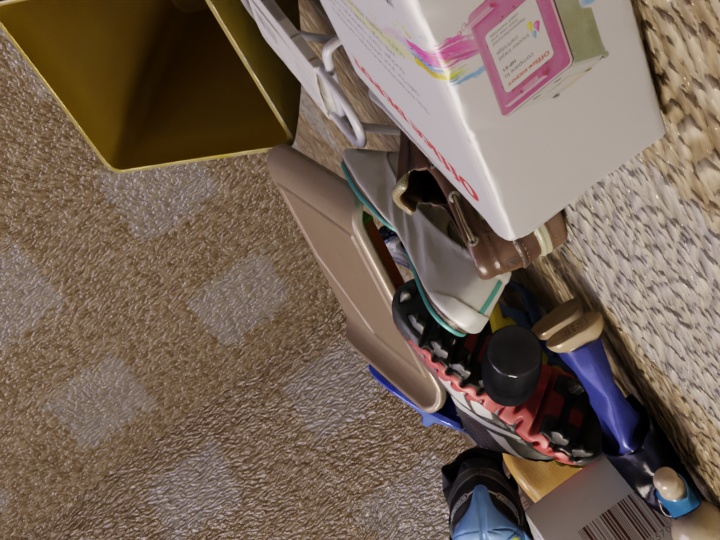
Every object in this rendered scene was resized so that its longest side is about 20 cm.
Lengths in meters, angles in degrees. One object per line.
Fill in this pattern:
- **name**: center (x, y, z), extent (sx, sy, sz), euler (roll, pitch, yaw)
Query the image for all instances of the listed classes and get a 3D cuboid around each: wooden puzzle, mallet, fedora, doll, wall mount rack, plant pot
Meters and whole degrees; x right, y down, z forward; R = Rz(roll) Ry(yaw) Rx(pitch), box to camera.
- **wooden puzzle**: center (0.000, 0.000, 1.066), extent (0.185, 0.037, 0.202), euler (36, 153, 59)
- **mallet**: center (0.085, -0.007, 0.913), extent (0.066, 0.041, 0.203), euler (89, 168, -73)
- **fedora**: center (0.195, 0.193, 1.272), extent (0.202, 0.081, 0.201), euler (55, 176, 5)
- **doll**: center (0.191, 0.119, 0.895), extent (0.201, 0.048, 0.136), euler (56, 180, -13)
- **wall mount rack**: center (-0.022, -0.170, 0.997), extent (0.201, 0.074, 0.174), euler (54, 173, 26)
- **plant pot**: center (-0.158, -0.227, 1.124), extent (0.201, 0.198, 0.178), euler (58, -143, -41)

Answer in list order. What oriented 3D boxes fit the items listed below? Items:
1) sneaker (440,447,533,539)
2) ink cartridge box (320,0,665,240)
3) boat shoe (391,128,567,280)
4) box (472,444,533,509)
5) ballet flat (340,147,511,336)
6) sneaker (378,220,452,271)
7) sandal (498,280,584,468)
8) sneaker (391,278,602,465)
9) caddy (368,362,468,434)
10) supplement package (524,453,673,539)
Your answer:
- **sneaker**: center (0.101, 0.184, 1.032), extent (0.200, 0.070, 0.084), euler (67, -161, -75)
- **ink cartridge box**: center (0.028, -0.129, 0.498), extent (0.145, 0.084, 0.201), euler (53, 175, 42)
- **boat shoe**: center (0.048, -0.073, 0.842), extent (0.203, 0.074, 0.075), euler (53, 176, 40)
- **box**: center (0.283, 0.431, 2.509), extent (0.201, 0.075, 0.100), euler (54, 177, -12)
- **ballet flat**: center (0.050, -0.038, 0.901), extent (0.070, 0.069, 0.201), euler (58, -179, -45)
- **sneaker**: center (0.067, -0.014, 1.203), extent (0.085, 0.077, 0.200), euler (51, 179, -15)
- **sandal**: center (0.148, 0.079, 1.071), extent (0.200, 0.079, 0.087), euler (50, -146, -19)
- **sneaker**: center (0.092, 0.082, 0.979), extent (0.200, 0.071, 0.098), euler (38, 150, -15)
- **caddy**: center (0.083, 0.094, 1.189), extent (0.140, 0.106, 0.200), euler (28, -172, 5)
- **supplement package**: center (0.217, 0.230, 1.034), extent (0.118, 0.116, 0.200), euler (53, 177, 27)
